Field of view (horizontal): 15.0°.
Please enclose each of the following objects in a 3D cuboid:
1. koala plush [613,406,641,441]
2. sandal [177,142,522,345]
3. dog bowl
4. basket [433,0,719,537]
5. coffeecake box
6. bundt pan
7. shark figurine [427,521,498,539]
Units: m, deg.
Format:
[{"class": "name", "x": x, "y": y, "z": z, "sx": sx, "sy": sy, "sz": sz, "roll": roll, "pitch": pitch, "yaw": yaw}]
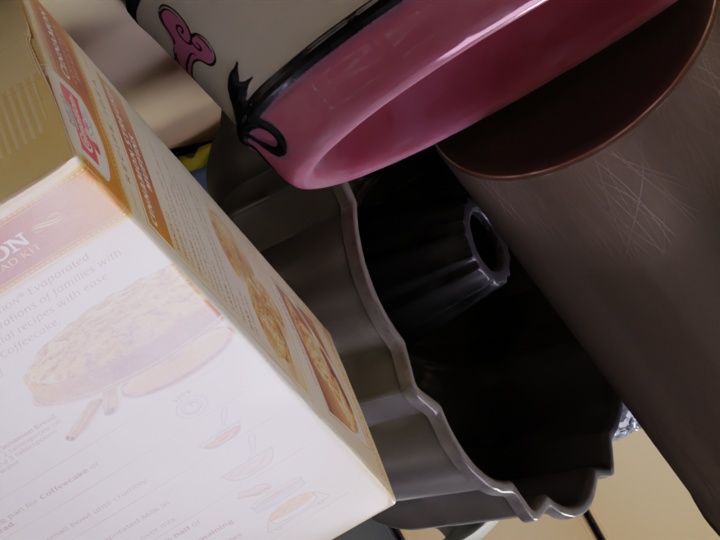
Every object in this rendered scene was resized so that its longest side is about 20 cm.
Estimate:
[{"class": "koala plush", "x": 0.027, "y": 0.019, "z": 1.315, "sx": 0.199, "sy": 0.178, "sz": 0.184, "roll": -32, "pitch": -162, "yaw": 2}, {"class": "sandal", "x": 0.000, "y": 0.000, "z": 1.079, "sx": 0.199, "sy": 0.087, "sz": 0.080, "roll": 2, "pitch": 145, "yaw": 1}, {"class": "dog bowl", "x": 0.035, "y": -0.095, "z": 0.801, "sx": 0.199, "sy": 0.074, "sz": 0.200, "roll": -29, "pitch": 174, "yaw": -4}, {"class": "basket", "x": 0.121, "y": -0.016, "z": 0.947, "sx": 0.136, "sy": 0.181, "sz": 0.200, "roll": -31, "pitch": 130, "yaw": 17}, {"class": "coffeecake box", "x": -0.103, "y": 0.033, "z": 0.765, "sx": 0.153, "sy": 0.073, "sz": 0.200, "roll": -30, "pitch": 142, "yaw": 8}, {"class": "bundt pan", "x": 0.013, "y": 0.000, "z": 0.961, "sx": 0.075, "sy": 0.203, "sz": 0.202, "roll": -19, "pitch": 180, "yaw": 27}, {"class": "shark figurine", "x": 0.017, "y": 0.066, "z": 1.163, "sx": 0.089, "sy": 0.215, "sz": 0.129, "roll": -5, "pitch": 136, "yaw": 1}]
